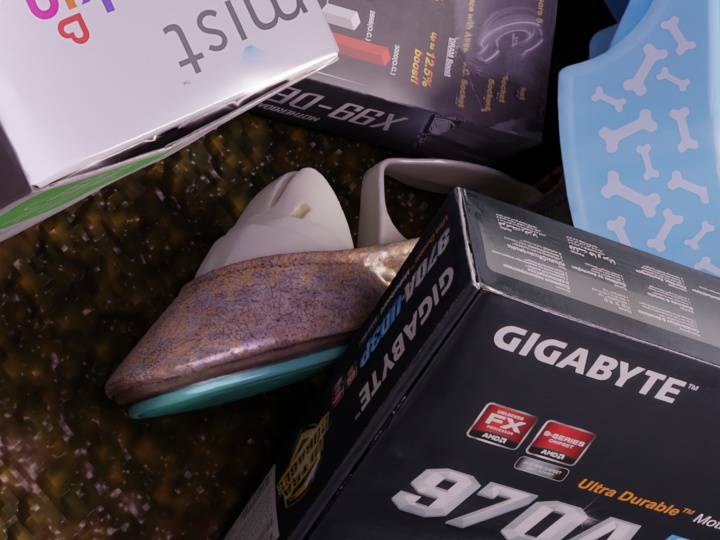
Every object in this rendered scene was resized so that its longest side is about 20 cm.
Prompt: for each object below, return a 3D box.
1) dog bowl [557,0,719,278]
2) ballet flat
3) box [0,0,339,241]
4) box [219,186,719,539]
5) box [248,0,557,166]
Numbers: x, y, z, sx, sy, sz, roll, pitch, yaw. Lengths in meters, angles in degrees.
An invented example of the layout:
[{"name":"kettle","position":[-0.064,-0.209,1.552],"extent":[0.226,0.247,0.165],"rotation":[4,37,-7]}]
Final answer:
[{"name":"dog bowl","position":[0.105,-0.074,0.791],"extent":[0.111,0.050,0.200],"rotation":[49,39,-55]},{"name":"ballet flat","position":[0.000,0.000,0.767],"extent":[0.200,0.068,0.067],"rotation":[-9,81,-38]},{"name":"box","position":[-0.114,-0.098,0.647],"extent":[0.097,0.200,0.177],"rotation":[-26,94,-27]},{"name":"box","position":[0.078,0.072,0.740],"extent":[0.200,0.159,0.046],"rotation":[19,36,-23]},{"name":"box","position":[-0.007,-0.149,0.794],"extent":[0.158,0.050,0.200],"rotation":[13,75,-24]}]
